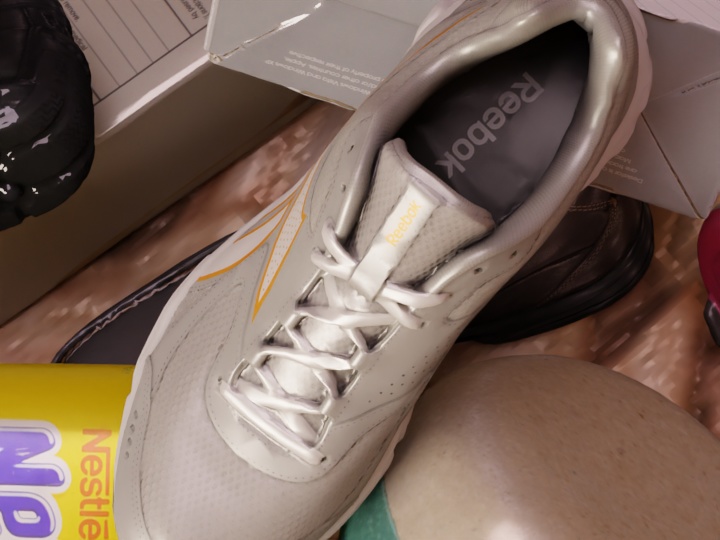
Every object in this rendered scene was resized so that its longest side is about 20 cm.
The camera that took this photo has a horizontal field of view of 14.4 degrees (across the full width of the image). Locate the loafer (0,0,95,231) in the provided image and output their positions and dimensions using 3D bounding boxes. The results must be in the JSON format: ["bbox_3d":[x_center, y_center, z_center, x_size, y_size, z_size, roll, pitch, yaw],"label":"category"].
[{"bbox_3d":[-0.175,-0.032,0.839,0.200,0.068,0.070,-16,49,6],"label":"loafer"}]

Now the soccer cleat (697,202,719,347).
[{"bbox_3d":[0.185,0.043,0.826,0.086,0.070,0.200,-34,68,-22],"label":"soccer cleat"}]

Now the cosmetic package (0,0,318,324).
[{"bbox_3d":[-0.098,-0.066,0.908,0.200,0.071,0.105,-34,68,-4],"label":"cosmetic package"}]

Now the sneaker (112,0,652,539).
[{"bbox_3d":[0.000,0.000,0.720,0.076,0.092,0.200,35,92,1],"label":"sneaker"}]

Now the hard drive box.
[{"bbox_3d":[0.058,-0.130,0.851,0.156,0.077,0.200,18,50,1],"label":"hard drive box"}]

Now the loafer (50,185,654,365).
[{"bbox_3d":[-0.009,0.002,0.866,0.200,0.072,0.073,-25,67,0],"label":"loafer"}]

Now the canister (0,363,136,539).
[{"bbox_3d":[-0.115,0.095,0.807,0.200,0.087,0.149,1,90,0],"label":"canister"}]

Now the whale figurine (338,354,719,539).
[{"bbox_3d":[0.071,0.120,0.784,0.104,0.159,0.200,-48,67,31],"label":"whale figurine"}]
